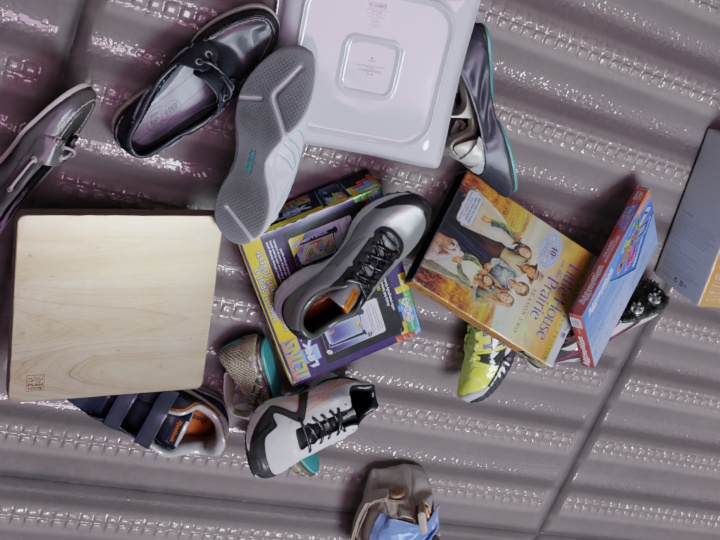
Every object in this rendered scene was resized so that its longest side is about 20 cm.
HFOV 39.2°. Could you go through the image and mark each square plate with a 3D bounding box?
[{"bbox_3d":[0.007,-0.208,1.013,0.199,0.028,0.199,9,115,-8],"label":"square plate"}]

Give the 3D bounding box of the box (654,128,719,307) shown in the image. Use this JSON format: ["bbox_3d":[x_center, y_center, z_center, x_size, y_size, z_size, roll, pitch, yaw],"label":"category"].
[{"bbox_3d":[0.472,-0.061,1.253,0.124,0.098,0.201,4,114,-22],"label":"box"}]

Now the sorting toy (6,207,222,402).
[{"bbox_3d":[-0.255,0.024,1.029,0.199,0.070,0.200,-1,115,-27],"label":"sorting toy"}]

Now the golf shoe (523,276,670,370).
[{"bbox_3d":[0.290,0.064,1.276,0.199,0.077,0.088,-16,141,-10],"label":"golf shoe"}]

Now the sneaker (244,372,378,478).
[{"bbox_3d":[-0.052,0.166,1.123,0.200,0.080,0.074,-35,118,-51],"label":"sneaker"}]

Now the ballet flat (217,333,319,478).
[{"bbox_3d":[-0.113,0.162,1.175,0.075,0.068,0.201,-15,117,12],"label":"ballet flat"}]

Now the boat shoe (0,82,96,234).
[{"bbox_3d":[-0.310,-0.093,0.953,0.200,0.067,0.057,-40,94,11],"label":"boat shoe"}]

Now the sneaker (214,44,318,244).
[{"bbox_3d":[-0.089,-0.127,1.003,0.070,0.080,0.201,24,107,10],"label":"sneaker"}]

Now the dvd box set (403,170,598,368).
[{"bbox_3d":[0.164,0.000,1.148,0.200,0.029,0.147,32,77,-16],"label":"dvd box set"}]

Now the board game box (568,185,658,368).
[{"bbox_3d":[0.302,0.007,1.197,0.200,0.019,0.103,-56,144,-26],"label":"board game box"}]

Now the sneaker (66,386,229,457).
[{"bbox_3d":[-0.231,0.149,1.108,0.199,0.079,0.079,20,108,-26],"label":"sneaker"}]

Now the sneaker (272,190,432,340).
[{"bbox_3d":[0.000,0.000,1.052,0.200,0.079,0.074,-43,120,4],"label":"sneaker"}]

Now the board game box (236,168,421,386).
[{"bbox_3d":[-0.035,0.010,1.123,0.165,0.057,0.201,-21,121,-7],"label":"board game box"}]

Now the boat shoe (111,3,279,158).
[{"bbox_3d":[-0.155,-0.177,0.970,0.199,0.066,0.075,-33,121,2],"label":"boat shoe"}]

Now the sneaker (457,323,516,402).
[{"bbox_3d":[0.154,0.062,1.219,0.076,0.075,0.201,19,98,-20],"label":"sneaker"}]

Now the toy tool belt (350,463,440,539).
[{"bbox_3d":[0.053,0.356,1.294,0.124,0.123,0.201,-6,118,-17],"label":"toy tool belt"}]

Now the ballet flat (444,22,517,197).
[{"bbox_3d":[0.116,-0.164,1.084,0.073,0.073,0.201,-20,115,-10],"label":"ballet flat"}]
